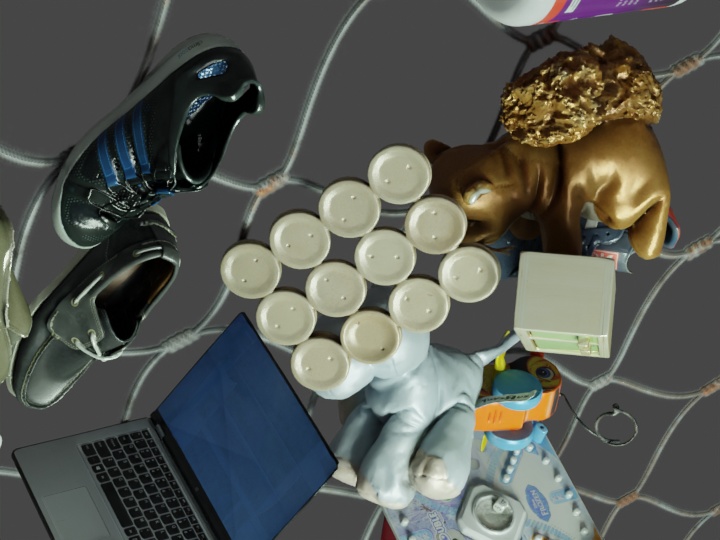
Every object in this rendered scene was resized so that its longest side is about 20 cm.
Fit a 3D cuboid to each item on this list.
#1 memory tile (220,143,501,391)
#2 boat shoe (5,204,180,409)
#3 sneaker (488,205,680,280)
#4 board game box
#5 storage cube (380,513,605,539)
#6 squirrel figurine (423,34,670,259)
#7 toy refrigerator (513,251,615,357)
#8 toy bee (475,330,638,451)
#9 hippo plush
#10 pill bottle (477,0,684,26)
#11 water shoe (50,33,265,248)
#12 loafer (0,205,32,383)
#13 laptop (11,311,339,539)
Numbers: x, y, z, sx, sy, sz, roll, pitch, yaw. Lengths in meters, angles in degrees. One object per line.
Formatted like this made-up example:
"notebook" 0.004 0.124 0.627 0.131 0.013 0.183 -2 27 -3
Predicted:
"memory tile" 0.000 0.000 1.505 0.200 0.017 0.153 -32 107 18
"boat shoe" -0.208 0.039 1.445 0.072 0.068 0.200 16 122 -47
"sneaker" 0.193 -0.024 1.655 0.200 0.085 0.075 -21 140 -16
"board game box" 0.127 0.231 1.781 0.200 0.200 0.026 -12 149 -27
"storage cube" 0.127 0.314 1.880 0.171 0.200 0.180 -12 130 -26
"squirrel figurine" 0.148 -0.101 1.527 0.187 0.142 0.200 -5 127 -18
"toy refrigerator" 0.171 0.034 1.551 0.076 0.070 0.200 5 173 8
"toy bee" 0.146 0.120 1.775 0.200 0.109 0.131 22 122 -17
"hippo plush" 0.033 0.099 1.607 0.200 0.159 0.161 -23 133 13
"pill bottle" 0.183 -0.246 1.393 0.200 0.112 0.112 -10 136 -27
"water shoe" -0.150 -0.081 1.349 0.071 0.079 0.200 20 117 -46
"loafer" -0.281 0.020 1.377 0.070 0.075 0.200 -20 146 -37
"laptop" -0.153 0.154 1.506 0.200 0.187 0.116 -12 136 -26
